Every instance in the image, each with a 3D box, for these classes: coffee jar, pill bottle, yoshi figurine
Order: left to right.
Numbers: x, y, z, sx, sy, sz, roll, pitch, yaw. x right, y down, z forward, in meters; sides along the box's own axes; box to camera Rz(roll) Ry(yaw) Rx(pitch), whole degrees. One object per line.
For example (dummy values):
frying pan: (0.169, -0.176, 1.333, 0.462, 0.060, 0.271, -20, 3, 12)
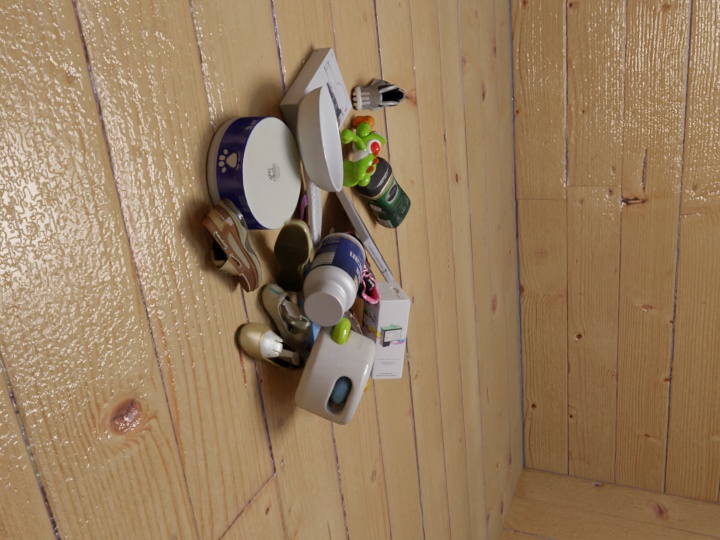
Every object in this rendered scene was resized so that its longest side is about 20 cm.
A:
pill bottle: (-0.056, 0.020, 1.388, 0.202, 0.108, 0.113, -74, 155, -55)
yoshi figurine: (-0.011, -0.274, 1.619, 0.113, 0.110, 0.203, 124, -19, -45)
coffee jar: (0.056, -0.201, 1.737, 0.106, 0.084, 0.200, -58, 147, -14)

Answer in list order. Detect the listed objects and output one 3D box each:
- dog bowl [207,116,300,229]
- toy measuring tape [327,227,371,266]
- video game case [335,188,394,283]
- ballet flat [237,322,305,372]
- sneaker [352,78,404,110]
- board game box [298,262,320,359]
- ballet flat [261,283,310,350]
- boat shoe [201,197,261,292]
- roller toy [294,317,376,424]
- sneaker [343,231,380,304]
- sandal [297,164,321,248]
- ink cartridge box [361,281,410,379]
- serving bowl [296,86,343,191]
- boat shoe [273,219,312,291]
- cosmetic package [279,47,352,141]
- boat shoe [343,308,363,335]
dog bowl: (-0.189, -0.177, 1.236, 0.199, 0.077, 0.206, -13, 104, -64)
toy measuring tape: (-0.018, -0.026, 1.629, 0.202, 0.072, 0.075, 66, 37, -45)
video game case: (0.006, -0.089, 1.591, 0.202, 0.023, 0.182, 63, 4, 37)
ballet flat: (-0.168, 0.153, 1.340, 0.200, 0.062, 0.070, 43, 57, -58)
sneaker: (0.068, -0.440, 1.708, 0.200, 0.113, 0.077, -42, 130, -56)
board game box: (-0.087, 0.080, 1.532, 0.151, 0.036, 0.206, -28, 117, -62)
ballet flat: (-0.141, 0.105, 1.389, 0.202, 0.068, 0.071, 63, 39, -47)
boat shoe: (-0.231, -0.034, 1.187, 0.073, 0.075, 0.203, -37, 141, -23)
roller toy: (-0.046, 0.213, 1.390, 0.201, 0.137, 0.186, 114, -3, -64)
sneaker: (0.000, 0.000, 1.544, 0.078, 0.095, 0.202, -35, 133, -12)
sandal: (-0.113, -0.152, 1.440, 0.083, 0.048, 0.208, -59, 148, -72)
ink cartridge box: (0.057, 0.144, 1.681, 0.145, 0.082, 0.206, -126, -140, -67)
serving bowl: (-0.085, -0.252, 1.328, 0.200, 0.064, 0.206, -8, 90, -82)
boat shoe: (-0.130, -0.038, 1.343, 0.203, 0.071, 0.064, 96, 6, -52)
cosmetic package: (-0.092, -0.355, 1.456, 0.152, 0.050, 0.203, 64, 38, -42)
boat shoe: (-0.036, 0.113, 1.519, 0.201, 0.069, 0.072, 57, 48, -51)
